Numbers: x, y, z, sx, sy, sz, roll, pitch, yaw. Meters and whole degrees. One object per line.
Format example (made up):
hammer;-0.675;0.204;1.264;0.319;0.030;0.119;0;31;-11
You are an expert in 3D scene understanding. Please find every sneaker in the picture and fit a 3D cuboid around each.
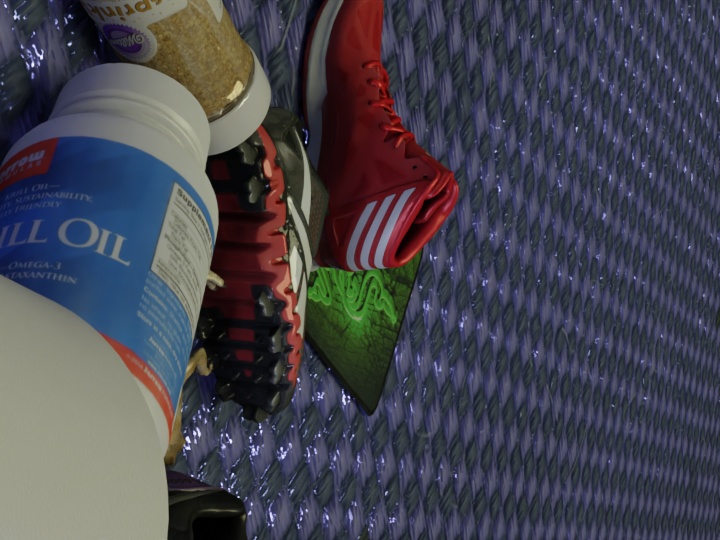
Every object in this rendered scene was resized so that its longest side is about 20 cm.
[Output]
sneaker;0.021;-0.095;1.052;0.078;0.114;0.202;12;84;-62
sneaker;-0.057;-0.010;0.960;0.098;0.070;0.202;-37;127;-55
sneaker;-0.129;0.159;0.823;0.200;0.087;0.077;-40;132;-56

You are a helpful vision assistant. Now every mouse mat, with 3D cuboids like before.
mouse mat;0.000;0.000;1.166;0.200;0.007;0.162;54;48;-55

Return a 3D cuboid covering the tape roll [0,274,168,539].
tape roll;-0.186;0.084;0.547;0.139;0.201;0.205;39;61;-62

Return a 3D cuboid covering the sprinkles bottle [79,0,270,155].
sprinkles bottle;-0.110;-0.145;0.814;0.200;0.068;0.069;61;42;-51

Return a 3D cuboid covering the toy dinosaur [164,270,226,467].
toy dinosaur;-0.120;0.039;0.852;0.102;0.058;0.200;-69;152;-26

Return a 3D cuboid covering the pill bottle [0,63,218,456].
pill bottle;-0.128;-0.002;0.738;0.113;0.111;0.201;71;19;-44
